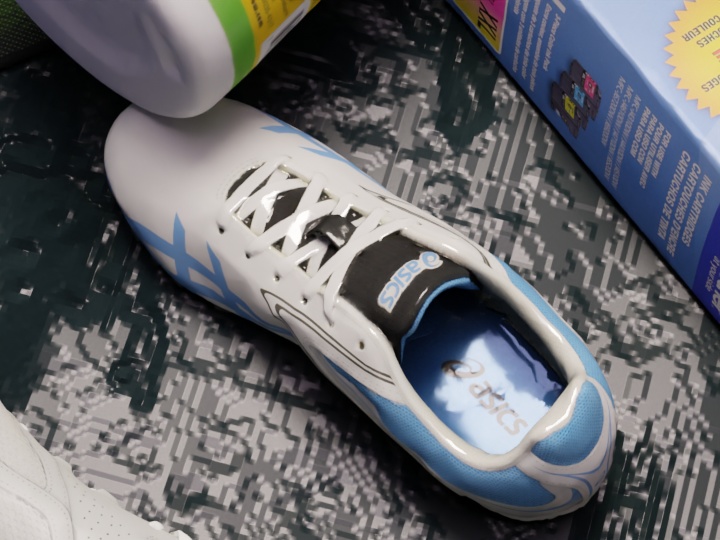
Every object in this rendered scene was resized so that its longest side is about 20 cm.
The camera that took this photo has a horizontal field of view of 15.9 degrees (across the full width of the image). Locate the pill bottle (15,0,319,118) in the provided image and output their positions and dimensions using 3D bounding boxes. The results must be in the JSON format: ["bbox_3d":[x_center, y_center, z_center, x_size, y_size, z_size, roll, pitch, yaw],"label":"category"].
[{"bbox_3d":[-0.024,-0.154,0.822,0.111,0.111,0.200,37,70,17],"label":"pill bottle"}]

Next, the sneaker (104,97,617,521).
[{"bbox_3d":[0.000,0.000,0.807,0.200,0.073,0.072,37,67,18],"label":"sneaker"}]

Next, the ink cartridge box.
[{"bbox_3d":[0.141,-0.072,0.852,0.136,0.076,0.200,-31,68,-18],"label":"ink cartridge box"}]

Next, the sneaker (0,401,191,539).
[{"bbox_3d":[-0.083,0.092,0.760,0.092,0.076,0.201,-21,71,-22],"label":"sneaker"}]

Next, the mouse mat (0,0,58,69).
[{"bbox_3d":[-0.087,-0.165,0.868,0.199,0.162,0.008,-23,20,-13],"label":"mouse mat"}]
